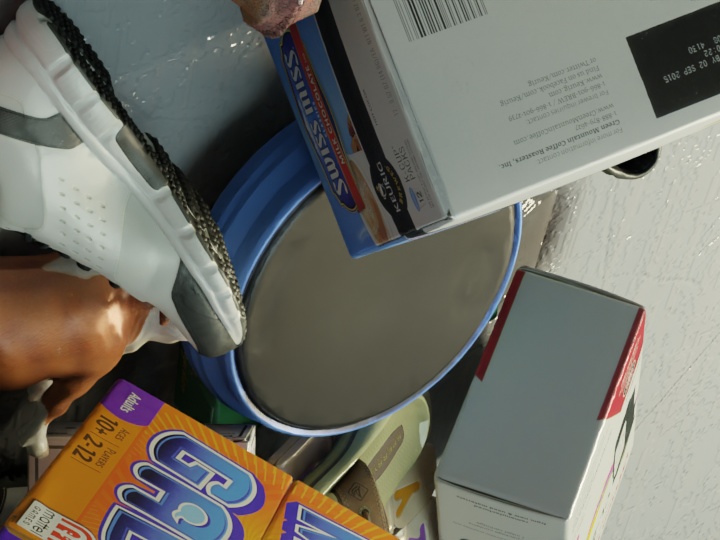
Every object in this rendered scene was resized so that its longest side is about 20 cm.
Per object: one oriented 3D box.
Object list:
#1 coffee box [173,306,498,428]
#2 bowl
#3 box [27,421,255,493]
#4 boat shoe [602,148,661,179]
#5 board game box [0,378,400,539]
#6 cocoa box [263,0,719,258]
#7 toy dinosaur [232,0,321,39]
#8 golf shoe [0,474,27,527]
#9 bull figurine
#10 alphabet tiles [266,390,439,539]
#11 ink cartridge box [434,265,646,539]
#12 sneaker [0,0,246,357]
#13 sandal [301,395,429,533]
[{"bbox_3d":[-0.007,0.009,1.533,0.200,0.044,0.123,-24,144,-27],"label":"coffee box"},{"bbox_3d":[0.000,0.000,1.456,0.201,0.039,0.201,-23,134,-26],"label":"bowl"},{"bbox_3d":[-0.111,0.179,1.449,0.117,0.200,0.060,-1,-175,2],"label":"box"},{"bbox_3d":[0.121,-0.113,1.510,0.069,0.057,0.200,-41,149,-1],"label":"boat shoe"},{"bbox_3d":[-0.095,0.209,1.301,0.200,0.200,0.200,-60,179,19],"label":"board game box"},{"bbox_3d":[0.077,-0.105,1.348,0.200,0.133,0.131,-22,-179,-23],"label":"cocoa box"},{"bbox_3d":[-0.031,-0.154,1.218,0.086,0.136,0.200,-23,145,-28],"label":"toy dinosaur"},{"bbox_3d":[-0.220,0.176,1.461,0.200,0.094,0.078,-23,143,-30],"label":"golf shoe"},{"bbox_3d":[-0.163,0.034,1.360,0.200,0.065,0.121,4,129,-32],"label":"bull figurine"},{"bbox_3d":[-0.012,0.160,1.577,0.196,0.015,0.200,-45,140,-42],"label":"alphabet tiles"},{"bbox_3d":[0.108,0.112,1.668,0.200,0.083,0.146,83,27,-63],"label":"ink cartridge box"},{"bbox_3d":[-0.123,-0.032,1.295,0.080,0.074,0.200,-33,117,5],"label":"sneaker"},{"bbox_3d":[-0.003,0.139,1.499,0.201,0.057,0.080,-57,155,-35],"label":"sandal"}]
